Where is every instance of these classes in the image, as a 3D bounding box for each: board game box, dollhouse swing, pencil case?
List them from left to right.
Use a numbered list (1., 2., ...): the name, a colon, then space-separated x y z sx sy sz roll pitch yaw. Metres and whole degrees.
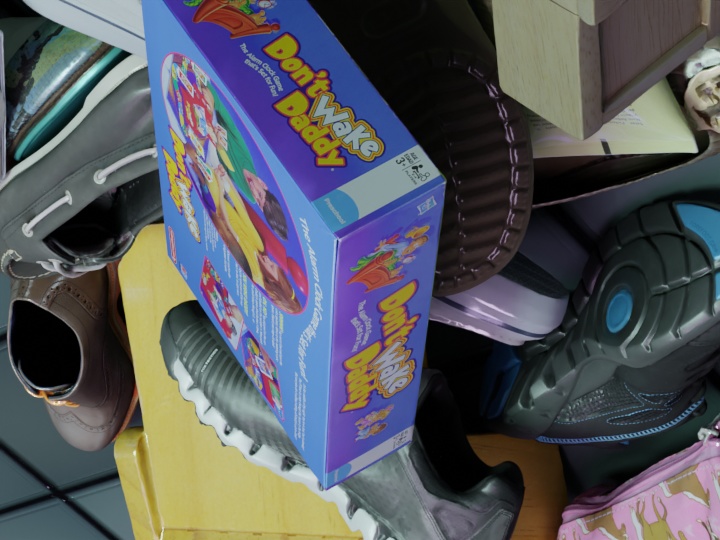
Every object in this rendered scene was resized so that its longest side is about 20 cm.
1. board game box: -0.028 -0.018 0.752 0.135 0.045 0.200 54 161 24
2. dollhouse swing: -0.010 0.062 1.031 0.199 0.177 0.181 -2 177 32
3. pencil case: 0.166 0.122 0.943 0.082 0.087 0.200 -12 164 -24

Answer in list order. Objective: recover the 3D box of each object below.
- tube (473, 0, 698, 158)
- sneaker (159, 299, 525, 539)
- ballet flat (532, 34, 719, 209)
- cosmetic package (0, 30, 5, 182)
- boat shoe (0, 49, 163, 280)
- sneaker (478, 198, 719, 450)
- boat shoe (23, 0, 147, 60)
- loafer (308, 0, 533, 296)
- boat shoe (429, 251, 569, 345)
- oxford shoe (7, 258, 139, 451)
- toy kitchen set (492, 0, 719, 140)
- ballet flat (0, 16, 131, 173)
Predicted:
1. tube: 0.063 -0.122 0.735 0.201 0.052 0.058 63 174 -32
2. sneaker: -0.003 0.065 0.903 0.200 0.066 0.091 40 117 12
3. ballet flat: 0.096 -0.054 0.816 0.199 0.047 0.067 -16 128 42
4. cosmetic package: -0.251 -0.111 0.872 0.200 0.073 0.104 39 147 19
5. boat shoe: -0.120 -0.032 0.899 0.067 0.057 0.200 -7 157 -38
6. sneaker: 0.134 0.029 0.892 0.081 0.074 0.200 19 152 -20
7. boat shoe: -0.059 -0.117 0.807 0.199 0.074 0.066 17 147 9
8. loafer: 0.014 -0.086 0.756 0.076 0.068 0.201 -18 113 -2
9. boat shoe: 0.000 0.000 0.893 0.199 0.073 0.067 25 104 27
10. oxford shoe: -0.165 0.048 1.069 0.071 0.073 0.201 15 143 12
11. toy kitchen set: 0.064 -0.194 0.634 0.180 0.163 0.201 37 153 33
12. ballet flat: -0.166 -0.079 0.926 0.074 0.074 0.200 33 140 -10
